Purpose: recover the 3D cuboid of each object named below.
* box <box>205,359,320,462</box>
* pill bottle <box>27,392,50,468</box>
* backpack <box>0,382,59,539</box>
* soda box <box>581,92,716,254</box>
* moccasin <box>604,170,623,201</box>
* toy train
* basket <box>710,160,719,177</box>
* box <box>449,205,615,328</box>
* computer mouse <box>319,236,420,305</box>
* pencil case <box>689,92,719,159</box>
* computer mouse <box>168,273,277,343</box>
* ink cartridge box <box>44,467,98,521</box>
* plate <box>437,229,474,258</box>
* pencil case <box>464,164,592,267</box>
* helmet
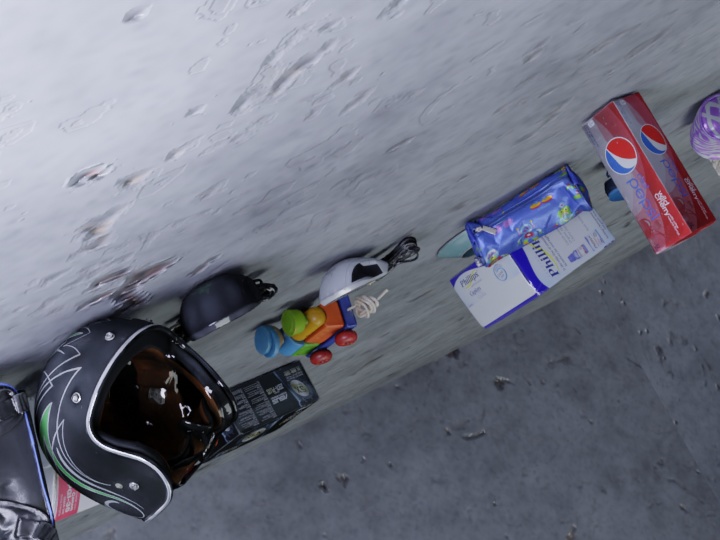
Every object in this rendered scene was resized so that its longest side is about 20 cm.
[{"bbox_3d":[-0.203,0.262,2.444,0.199,0.086,0.164,-20,167,-42],"label":"box"},{"bbox_3d":[-0.299,0.160,1.538,0.199,0.113,0.112,-19,166,-48],"label":"pill bottle"},{"bbox_3d":[-0.415,0.221,1.313,0.199,0.184,0.147,-14,170,-16],"label":"backpack"},{"bbox_3d":[0.376,-0.128,1.722,0.063,0.201,0.070,-22,169,-41],"label":"soda box"},{"bbox_3d":[0.452,-0.159,2.208,0.080,0.069,0.200,-25,173,31],"label":"moccasin"},{"bbox_3d":[-0.061,0.068,1.886,0.115,0.085,0.200,-4,156,-38],"label":"toy train"},{"bbox_3d":[0.784,-0.234,2.492,0.199,0.162,0.198,-27,171,-5],"label":"basket"},{"bbox_3d":[0.279,-0.017,2.151,0.199,0.105,0.184,-32,176,-31],"label":"box"},{"bbox_3d":[0.000,0.000,1.796,0.109,0.044,0.200,-28,178,27],"label":"computer mouse"},{"bbox_3d":[0.584,-0.230,2.155,0.084,0.086,0.200,-32,170,8],"label":"pencil case"},{"bbox_3d":[-0.165,0.037,1.495,0.138,0.053,0.200,-27,-179,-2],"label":"computer mouse"},{"bbox_3d":[-0.373,0.239,1.641,0.146,0.083,0.200,6,-174,25],"label":"ink cartridge box"},{"bbox_3d":[0.216,-0.064,2.139,0.199,0.026,0.200,-28,172,-4],"label":"plate"},{"bbox_3d":[0.249,-0.081,1.983,0.199,0.078,0.087,-30,154,7],"label":"pencil case"},{"bbox_3d":[-0.246,0.147,1.379,0.200,0.191,0.200,-49,-177,3],"label":"helmet"}]
